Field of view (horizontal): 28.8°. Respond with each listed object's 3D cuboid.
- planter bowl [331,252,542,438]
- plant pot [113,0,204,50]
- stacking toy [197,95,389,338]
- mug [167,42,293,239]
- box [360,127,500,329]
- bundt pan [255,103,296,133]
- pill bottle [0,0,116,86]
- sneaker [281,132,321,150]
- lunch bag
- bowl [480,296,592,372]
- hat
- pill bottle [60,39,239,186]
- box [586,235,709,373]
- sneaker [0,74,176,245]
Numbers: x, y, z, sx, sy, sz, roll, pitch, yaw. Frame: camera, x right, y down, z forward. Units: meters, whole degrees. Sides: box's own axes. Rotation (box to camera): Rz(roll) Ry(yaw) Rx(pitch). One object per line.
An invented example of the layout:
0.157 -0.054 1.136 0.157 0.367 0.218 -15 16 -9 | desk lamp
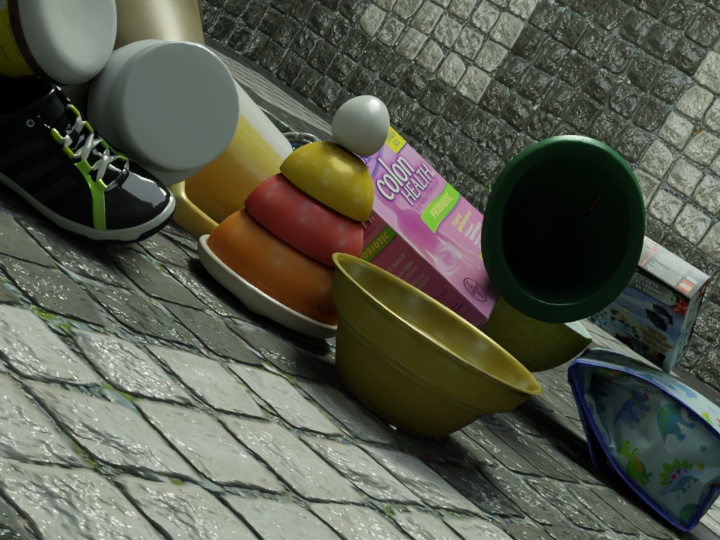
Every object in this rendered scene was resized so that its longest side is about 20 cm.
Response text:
0.041 0.075 1.118 0.199 0.084 0.200 32 9 -5 | planter bowl
-0.257 -0.252 1.631 0.199 0.200 0.174 23 29 -49 | plant pot
-0.034 -0.057 1.188 0.145 0.201 0.146 32 8 -5 | stacking toy
-0.148 -0.095 1.332 0.153 0.188 0.148 37 -32 -32 | mug
0.042 -0.024 1.369 0.200 0.097 0.176 43 27 -2 | box
-0.168 -0.191 1.908 0.200 0.076 0.202 32 8 -5 | bundt pan
-0.293 -0.190 1.069 0.197 0.111 0.109 -1 -8 26 | pill bottle
-0.134 -0.116 1.484 0.197 0.076 0.087 5 6 -7 | sneaker
0.298 0.160 1.458 0.200 0.128 0.170 44 10 10 | lunch bag
0.148 0.052 1.552 0.199 0.108 0.200 39 9 -8 | bowl
0.175 -0.041 1.389 0.163 0.203 0.176 4 10 -12 | hat
-0.177 -0.123 1.129 0.113 0.115 0.199 29 -11 -25 | pill bottle
0.261 0.005 1.465 0.199 0.040 0.138 36 -28 23 | box
-0.224 -0.090 1.012 0.198 0.083 0.072 25 47 -2 | sneaker
